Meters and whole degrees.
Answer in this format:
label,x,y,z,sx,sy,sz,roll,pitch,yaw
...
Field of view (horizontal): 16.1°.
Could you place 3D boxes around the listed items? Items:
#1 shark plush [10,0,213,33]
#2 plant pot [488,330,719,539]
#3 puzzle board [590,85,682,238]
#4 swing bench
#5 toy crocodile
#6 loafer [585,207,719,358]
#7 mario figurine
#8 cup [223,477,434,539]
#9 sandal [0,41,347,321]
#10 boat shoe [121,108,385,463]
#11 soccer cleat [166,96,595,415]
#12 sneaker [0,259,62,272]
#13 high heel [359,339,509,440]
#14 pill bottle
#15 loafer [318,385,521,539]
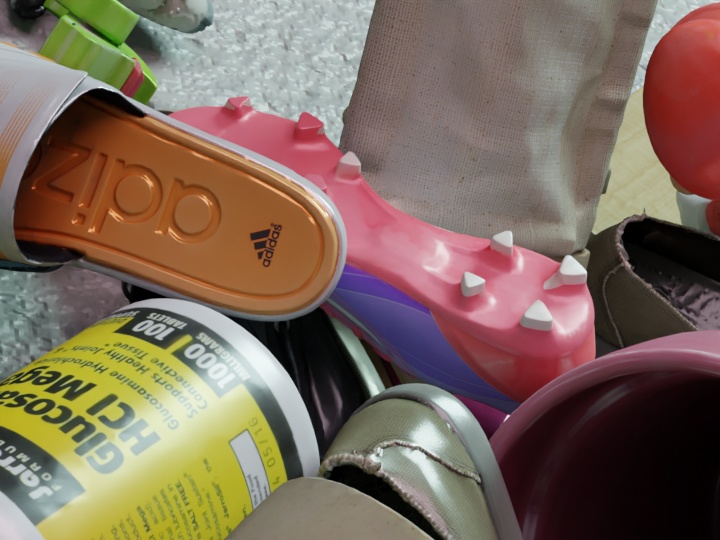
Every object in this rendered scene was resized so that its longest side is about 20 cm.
label,x,y,z,sx,sy,sz,roll,pitch,yaw
shark plush,-0.148,-0.175,1.242,0.083,0.091,0.200,16,13,-43
plant pot,0.156,0.115,0.953,0.200,0.201,0.179,40,25,19
puzzle board,0.183,-0.034,1.266,0.150,0.017,0.200,38,40,14
swing bench,0.067,-0.114,1.083,0.129,0.200,0.200,15,18,-1
toy crocodile,-0.117,-0.081,1.063,0.062,0.068,0.200,33,-1,-7
loafer,0.183,0.031,1.133,0.199,0.070,0.076,19,58,-1
mario figurine,0.194,-0.068,1.160,0.106,0.124,0.200,26,-4,44
cup,-0.019,0.187,0.781,0.143,0.201,0.200,-35,65,-24
sandal,-0.104,-0.038,0.931,0.205,0.080,0.059,16,-3,8
boat shoe,-0.062,0.010,1.034,0.066,0.075,0.200,-1,53,-46
soccer cleat,0.000,0.000,0.986,0.199,0.077,0.067,25,45,19
sneaker,-0.209,-0.014,0.998,0.198,0.080,0.096,10,54,-9
high heel,0.014,0.039,1.039,0.095,0.068,0.201,26,32,-15
pill bottle,-0.111,0.096,0.873,0.112,0.113,0.200,37,39,15
loafer,0.034,0.140,0.877,0.069,0.075,0.201,-12,74,-58
